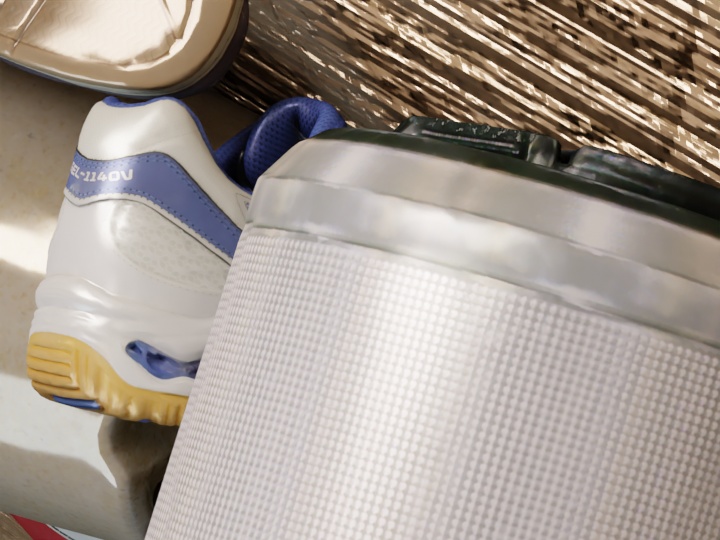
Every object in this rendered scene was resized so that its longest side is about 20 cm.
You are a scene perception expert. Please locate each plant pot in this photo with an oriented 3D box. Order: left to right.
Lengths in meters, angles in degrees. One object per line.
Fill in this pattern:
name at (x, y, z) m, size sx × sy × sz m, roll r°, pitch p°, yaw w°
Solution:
plant pot at (-0.111, -0.003, 0.862) m, size 0.183 × 0.201 × 0.201 m, roll 21°, pitch 159°, yaw 22°

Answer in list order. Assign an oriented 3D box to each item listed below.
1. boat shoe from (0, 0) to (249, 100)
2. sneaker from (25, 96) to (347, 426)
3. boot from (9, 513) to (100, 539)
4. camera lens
boat shoe at (-0.105, -0.098, 0.773) m, size 0.200 × 0.072 × 0.065 m, roll 24°, pitch 175°, yaw 28°
sneaker at (0.000, 0.000, 0.749) m, size 0.075 × 0.088 × 0.200 m, roll 8°, pitch 180°, yaw 40°
boot at (-0.096, 0.106, 1.050) m, size 0.200 × 0.072 × 0.145 m, roll 32°, pitch 149°, yaw 54°
camera lens at (0.029, 0.075, 0.636) m, size 0.160 × 0.201 × 0.160 m, roll 18°, pitch 176°, yaw 1°
